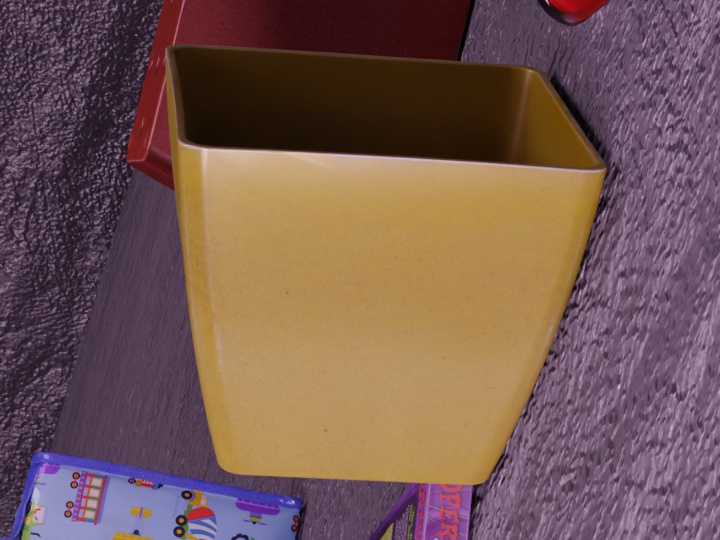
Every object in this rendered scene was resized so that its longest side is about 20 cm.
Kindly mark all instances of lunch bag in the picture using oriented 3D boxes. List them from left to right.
[{"bbox_3d":[-0.156,0.212,1.788,0.094,0.200,0.151,136,147,-70],"label":"lunch bag"}]

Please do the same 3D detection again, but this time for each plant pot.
[{"bbox_3d":[-0.049,-0.116,1.726,0.200,0.176,0.200,-169,93,-79],"label":"plant pot"},{"bbox_3d":[0.000,0.000,1.321,0.200,0.200,0.177,-108,21,-71],"label":"plant pot"}]

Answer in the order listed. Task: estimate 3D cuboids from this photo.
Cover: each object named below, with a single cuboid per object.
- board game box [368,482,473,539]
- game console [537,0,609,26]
[{"bbox_3d":[0.020,0.209,1.337,0.120,0.032,0.200,114,165,-61],"label":"board game box"},{"bbox_3d":[0.058,-0.213,1.155,0.200,0.119,0.172,61,167,-10],"label":"game console"}]
